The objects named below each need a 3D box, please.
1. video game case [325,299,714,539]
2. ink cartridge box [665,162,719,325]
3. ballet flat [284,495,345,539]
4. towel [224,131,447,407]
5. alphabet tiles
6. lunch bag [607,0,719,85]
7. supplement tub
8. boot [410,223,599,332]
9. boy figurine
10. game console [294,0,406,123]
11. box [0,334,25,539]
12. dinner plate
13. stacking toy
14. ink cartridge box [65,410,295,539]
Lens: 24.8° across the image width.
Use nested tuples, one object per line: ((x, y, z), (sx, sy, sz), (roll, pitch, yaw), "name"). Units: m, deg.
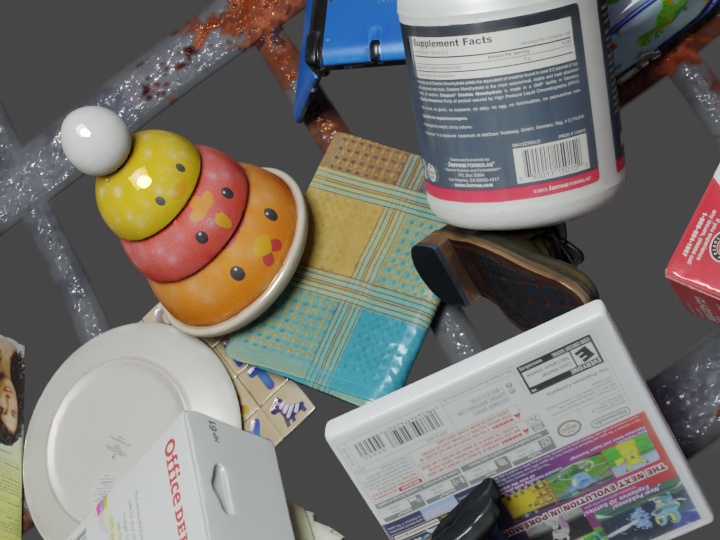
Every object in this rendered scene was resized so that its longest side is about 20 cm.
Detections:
((0.105, 0.132, 1.074), (0.199, 0.183, 0.023), (-25, 25, 13), "video game case")
((0.324, -0.010, 1.069), (0.199, 0.084, 0.145), (24, 81, 30), "ink cartridge box")
((-0.024, 0.228, 1.153), (0.069, 0.069, 0.201), (-29, 64, 11), "ballet flat")
((0.000, 0.000, 1.240), (0.146, 0.022, 0.201), (19, 75, 26), "towel")
((-0.104, 0.072, 1.271), (0.200, 0.008, 0.167), (-43, 60, 4), "alphabet tiles")
((0.165, -0.239, 1.225), (0.160, 0.082, 0.200), (-38, 61, 9), "lunch bag")
((0.101, -0.139, 1.105), (0.140, 0.140, 0.201), (-2, 108, 23), "supplement tub")
((0.120, -0.016, 1.124), (0.097, 0.075, 0.200), (-37, 25, -19), "boot")
((0.128, 0.229, 1.034), (0.200, 0.124, 0.064), (45, 102, -1), "boy figurine")
((0.016, -0.228, 1.270), (0.170, 0.118, 0.201), (-2, 71, 21), "game console")
((-0.304, 0.147, 1.293), (0.050, 0.075, 0.201), (-11, 68, 20), "box")
((-0.183, 0.135, 1.267), (0.199, 0.024, 0.201), (-8, 71, 24), "dinner plate")
((-0.147, -0.052, 1.209), (0.146, 0.200, 0.147), (-23, 49, 29), "stacking toy")
((-0.135, 0.216, 1.129), (0.200, 0.084, 0.145), (-48, 38, 27), "ink cartridge box")
